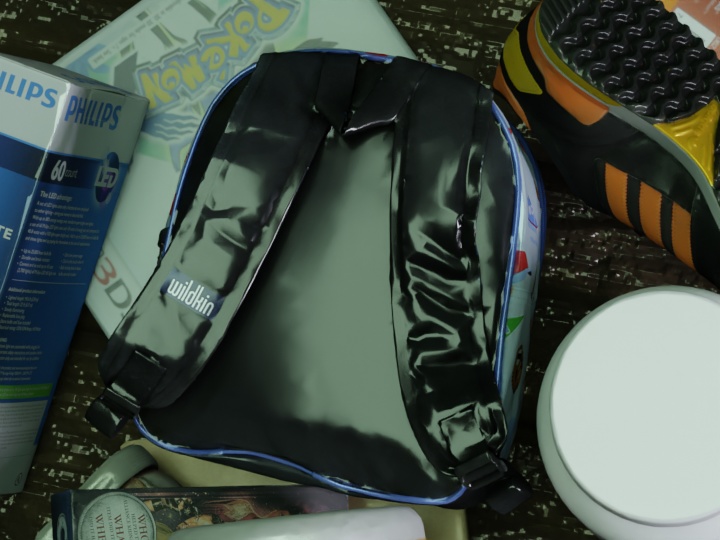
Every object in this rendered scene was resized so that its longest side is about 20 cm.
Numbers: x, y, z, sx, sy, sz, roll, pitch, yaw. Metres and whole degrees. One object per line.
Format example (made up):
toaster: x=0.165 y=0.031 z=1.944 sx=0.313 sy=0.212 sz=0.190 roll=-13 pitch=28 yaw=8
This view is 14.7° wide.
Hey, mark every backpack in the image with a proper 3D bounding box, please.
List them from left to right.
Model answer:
backpack: x=0.000 y=0.000 z=1.248 sx=0.199 sy=0.154 sz=0.192 roll=12 pitch=92 yaw=8

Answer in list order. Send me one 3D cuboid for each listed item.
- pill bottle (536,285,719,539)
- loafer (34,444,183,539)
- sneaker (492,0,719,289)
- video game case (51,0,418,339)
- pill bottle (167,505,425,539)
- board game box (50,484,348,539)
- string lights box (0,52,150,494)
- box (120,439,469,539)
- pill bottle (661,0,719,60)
pill bottle: x=0.136 y=0.068 z=1.214 sx=0.115 sy=0.200 sz=0.117 roll=-1 pitch=81 yaw=7
loafer: x=-0.149 y=0.174 z=1.301 sx=0.063 sy=0.072 sz=0.200 roll=41 pitch=95 yaw=10
sneaker: x=0.140 y=-0.040 z=1.215 sx=0.200 sy=0.090 sz=0.070 roll=46 pitch=60 yaw=-2
video game case: x=-0.060 y=-0.054 z=1.352 sx=0.200 sy=0.022 sz=0.183 roll=-35 pitch=79 yaw=2
pill bottle: x=-0.019 y=0.205 z=1.193 sx=0.116 sy=0.116 sz=0.201 roll=-7 pitch=84 yaw=7
board game box: x=-0.068 y=0.198 z=1.256 sx=0.135 sy=0.035 sz=0.201 roll=0 pitch=82 yaw=-23
string lights box: x=-0.170 y=0.003 z=1.301 sx=0.059 sy=0.103 sz=0.201 roll=20 pitch=94 yaw=17
box: x=-0.025 y=0.172 z=1.314 sx=0.162 sy=0.021 sz=0.201 roll=-7 pitch=82 yaw=8
pill bottle: x=0.202 y=-0.060 z=1.270 sx=0.200 sy=0.112 sz=0.112 roll=38 pitch=88 yaw=11
